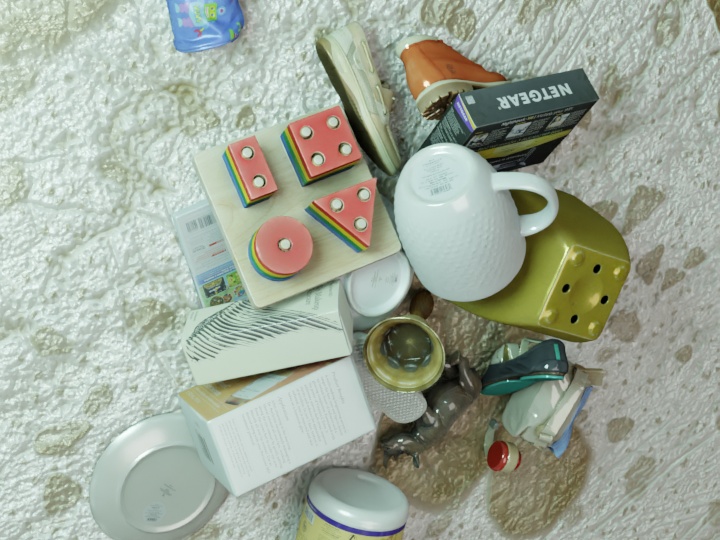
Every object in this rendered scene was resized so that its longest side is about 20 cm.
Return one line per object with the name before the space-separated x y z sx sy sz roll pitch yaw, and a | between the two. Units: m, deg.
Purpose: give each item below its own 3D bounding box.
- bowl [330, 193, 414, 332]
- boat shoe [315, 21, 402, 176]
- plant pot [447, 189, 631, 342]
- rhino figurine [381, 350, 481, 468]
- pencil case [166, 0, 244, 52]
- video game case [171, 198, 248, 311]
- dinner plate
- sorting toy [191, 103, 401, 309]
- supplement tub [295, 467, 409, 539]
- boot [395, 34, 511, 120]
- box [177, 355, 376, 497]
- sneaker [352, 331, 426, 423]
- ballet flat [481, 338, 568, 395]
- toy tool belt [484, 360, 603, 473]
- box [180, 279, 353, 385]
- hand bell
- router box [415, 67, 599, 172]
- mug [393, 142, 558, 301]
bowl | 0.000 0.000 1.467 0.200 0.090 0.202 -14 117 -30
boat shoe | 0.014 -0.209 1.411 0.065 0.072 0.201 -33 117 -11
plant pot | 0.246 -0.005 1.547 0.195 0.200 0.195 16 103 -32
rhino figurine | 0.099 0.209 1.644 0.087 0.060 0.200 38 91 -32
pencil case | -0.176 -0.339 1.242 0.086 0.078 0.201 -6 117 -2
video game case | -0.144 -0.009 1.440 0.143 0.018 0.201 -24 121 -19
dinner plate | -0.256 0.281 1.500 0.199 0.024 0.201 -11 116 -24
sorting toy | -0.068 -0.084 1.359 0.199 0.070 0.200 -22 87 -19
supplement tub | -0.023 0.396 1.604 0.145 0.145 0.201 5 108 -30
boot | 0.122 -0.250 1.449 0.075 0.108 0.200 -40 161 31
box | -0.108 0.178 1.447 0.199 0.152 0.107 -24 105 -20
sneaker | 0.016 0.133 1.549 0.074 0.082 0.200 -35 134 2
ballet flat | 0.231 0.134 1.631 0.073 0.200 0.074 6 75 -23
toy tool belt | 0.283 0.224 1.715 0.122 0.125 0.201 19 102 -25
box | -0.112 0.076 1.396 0.199 0.082 0.069 -13 118 7
hand bell | 0.074 0.069 1.502 0.104 0.200 0.105 5 112 11
router box | 0.183 -0.179 1.463 0.199 0.052 0.157 -16 161 -28
mug | 0.138 -0.071 1.377 0.199 0.148 0.176 -8 148 15
